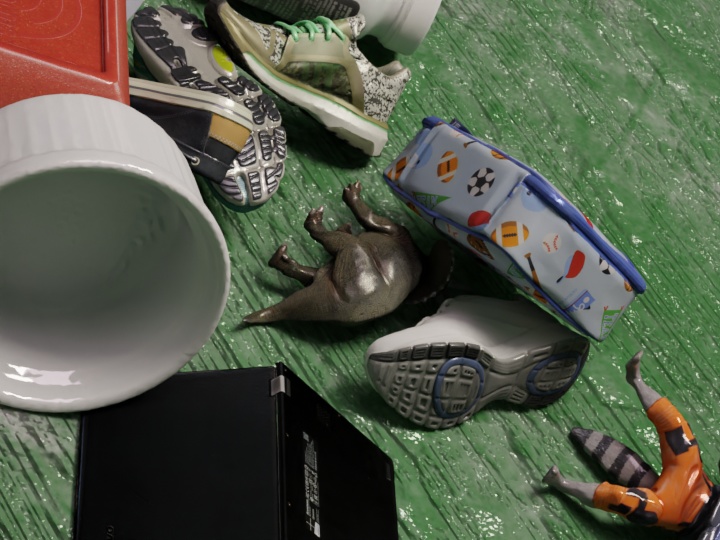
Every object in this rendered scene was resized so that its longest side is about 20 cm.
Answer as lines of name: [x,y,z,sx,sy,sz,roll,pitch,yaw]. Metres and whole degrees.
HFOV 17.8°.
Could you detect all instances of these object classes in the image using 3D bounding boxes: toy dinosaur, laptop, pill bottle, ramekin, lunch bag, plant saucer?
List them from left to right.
plant saucer: [-0.245,-0.184,1.577,0.199,0.037,0.200,17,37,-21]
ramekin: [-0.188,-0.016,1.476,0.199,0.201,0.098,11,35,-23]
laptop: [-0.076,0.165,1.497,0.200,0.115,0.188,42,29,-34]
pill bottle: [-0.033,-0.257,1.898,0.199,0.117,0.117,22,39,-13]
toy dinosaur: [0.000,0.000,1.673,0.102,0.077,0.199,41,36,23]
lunch bag: [0.114,-0.032,1.704,0.160,0.076,0.200,38,0,-39]

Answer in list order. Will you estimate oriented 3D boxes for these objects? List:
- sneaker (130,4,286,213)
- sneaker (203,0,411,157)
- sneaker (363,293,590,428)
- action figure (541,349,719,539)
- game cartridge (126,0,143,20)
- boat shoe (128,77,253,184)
sneaker: [-0.115,-0.113,1.714,0.077,0.080,0.201,-10,49,-27]
sneaker: [-0.038,-0.170,1.775,0.199,0.089,0.077,32,4,-39]
sneaker: [0.074,0.059,1.674,0.199,0.075,0.087,-1,36,-43]
action figure: [0.253,0.146,1.662,0.193,0.105,0.200,38,64,2]
game cartridge: [-0.241,-0.195,1.710,0.132,0.042,0.200,11,34,21]
boat shoe: [-0.165,-0.100,1.637,0.199,0.063,0.074,12,-8,34]
